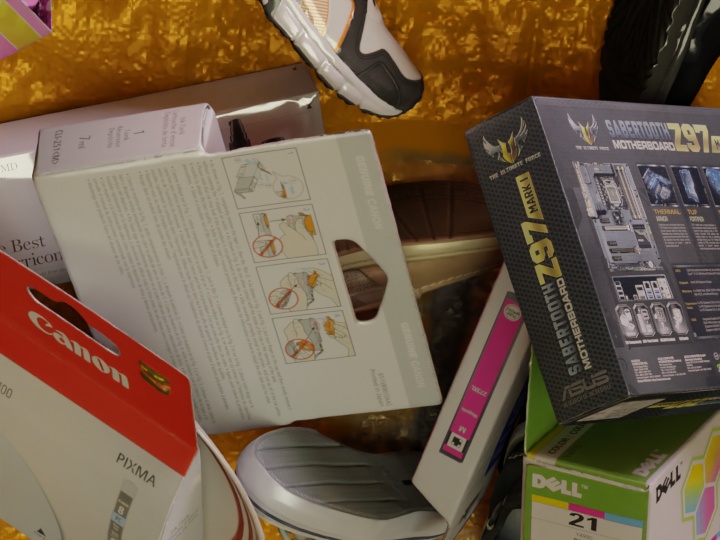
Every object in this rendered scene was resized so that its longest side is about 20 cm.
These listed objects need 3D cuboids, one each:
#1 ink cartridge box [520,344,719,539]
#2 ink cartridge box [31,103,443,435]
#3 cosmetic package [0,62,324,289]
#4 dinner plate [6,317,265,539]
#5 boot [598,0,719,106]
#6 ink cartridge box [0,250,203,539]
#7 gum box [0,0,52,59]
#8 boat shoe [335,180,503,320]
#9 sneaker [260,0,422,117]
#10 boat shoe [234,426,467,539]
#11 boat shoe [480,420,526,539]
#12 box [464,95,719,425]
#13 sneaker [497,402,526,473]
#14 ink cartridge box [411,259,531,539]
[{"bbox_3d":[0.148,0.077,1.372,0.076,0.148,0.200,13,117,26],"label":"ink cartridge box"},{"bbox_3d":[-0.060,0.000,1.355,0.173,0.044,0.200,-8,132,8],"label":"ink cartridge box"},{"bbox_3d":[-0.117,-0.048,1.396,0.200,0.051,0.083,-12,114,-6],"label":"cosmetic package"},{"bbox_3d":[-0.124,0.097,1.400,0.024,0.200,0.200,-46,120,-29],"label":"dinner plate"},{"bbox_3d":[0.235,-0.150,1.407,0.158,0.079,0.211,19,108,-19],"label":"boot"},{"bbox_3d":[-0.156,0.083,1.350,0.047,0.160,0.200,-47,158,-28],"label":"ink cartridge box"},{"bbox_3d":[-0.253,-0.169,1.258,0.113,0.066,0.200,-25,137,19],"label":"gum box"},{"bbox_3d":[0.000,0.000,1.435,0.200,0.071,0.065,-9,120,4],"label":"boat shoe"},{"bbox_3d":[-0.024,-0.163,1.345,0.080,0.074,0.200,-39,115,5],"label":"sneaker"},{"bbox_3d":[-0.011,0.138,1.446,0.067,0.074,0.200,-48,147,19],"label":"boat shoe"},{"bbox_3d":[0.101,0.170,1.490,0.074,0.066,0.199,14,139,6],"label":"boat shoe"},{"bbox_3d":[0.150,-0.006,1.328,0.051,0.158,0.200,-26,165,36],"label":"box"},{"bbox_3d":[0.139,0.053,1.481,0.080,0.074,0.200,17,108,-16],"label":"sneaker"},{"bbox_3d":[0.075,0.060,1.419,0.037,0.095,0.200,25,119,11],"label":"ink cartridge box"}]
